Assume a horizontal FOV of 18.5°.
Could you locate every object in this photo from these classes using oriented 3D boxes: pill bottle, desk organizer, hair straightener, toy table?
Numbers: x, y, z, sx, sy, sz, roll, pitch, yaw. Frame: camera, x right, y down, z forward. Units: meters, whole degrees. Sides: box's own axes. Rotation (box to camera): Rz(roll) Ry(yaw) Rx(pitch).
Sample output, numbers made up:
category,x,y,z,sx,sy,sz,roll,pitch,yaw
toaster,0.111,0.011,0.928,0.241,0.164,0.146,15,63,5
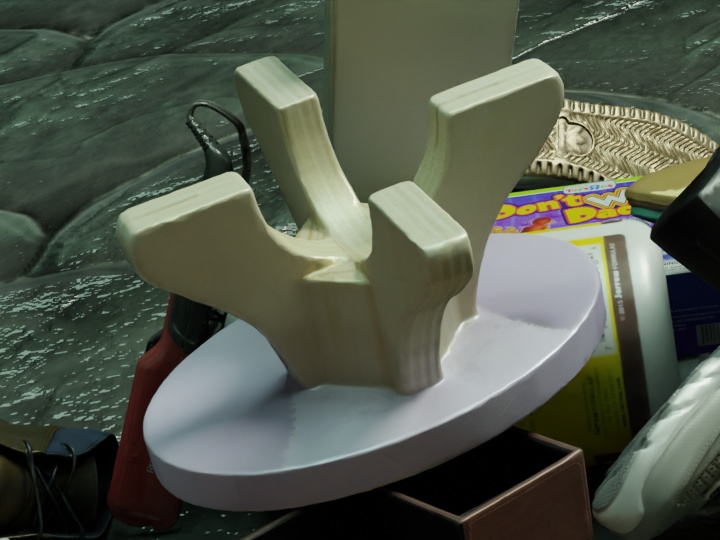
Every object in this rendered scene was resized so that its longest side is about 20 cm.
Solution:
category,x,y,z,sx,sy,sz,roll,pitch,yaw
pill bottle,0.042,0.042,1.004,0.199,0.110,0.109,-8,22,7
desk organizer,0.001,0.133,0.845,0.200,0.077,0.072,-26,27,-35
hair straightener,-0.081,0.015,1.014,0.041,0.201,0.077,9,21,3
toy table,0.000,0.000,0.877,0.200,0.118,0.184,-29,36,-25

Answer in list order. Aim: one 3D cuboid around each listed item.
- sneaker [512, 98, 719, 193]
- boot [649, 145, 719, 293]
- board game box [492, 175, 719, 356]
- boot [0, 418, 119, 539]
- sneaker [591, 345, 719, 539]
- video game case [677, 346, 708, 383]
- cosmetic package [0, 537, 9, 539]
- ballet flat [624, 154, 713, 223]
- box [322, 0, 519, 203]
category,x,y,z,sx,sy,sz,roll,pitch,yaw
sneaker,0.114,-0.042,1.234,0.199,0.109,0.070,15,63,-10
boot,0.235,0.003,0.932,0.200,0.066,0.165,38,37,8
board game box,0.085,0.004,1.118,0.199,0.045,0.135,-7,22,6
boot,-0.159,0.088,0.979,0.096,0.075,0.200,-3,0,-3
sneaker,0.180,0.068,0.923,0.200,0.075,0.082,-26,70,-36
video game case,0.078,0.036,1.128,0.199,0.018,0.143,-3,24,15
cosmetic package,-0.178,0.181,0.813,0.101,0.074,0.200,-9,20,2
ballet flat,0.220,-0.030,1.008,0.199,0.063,0.069,15,0,-6
box,0.022,-0.081,0.981,0.082,0.200,0.069,0,54,-3
